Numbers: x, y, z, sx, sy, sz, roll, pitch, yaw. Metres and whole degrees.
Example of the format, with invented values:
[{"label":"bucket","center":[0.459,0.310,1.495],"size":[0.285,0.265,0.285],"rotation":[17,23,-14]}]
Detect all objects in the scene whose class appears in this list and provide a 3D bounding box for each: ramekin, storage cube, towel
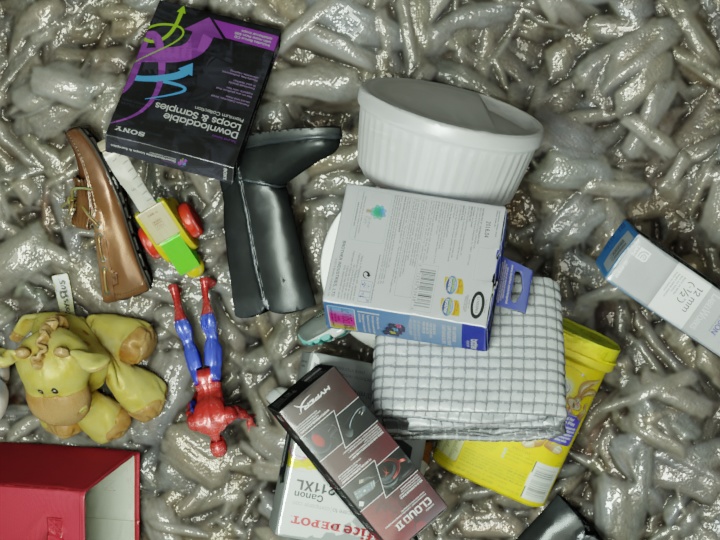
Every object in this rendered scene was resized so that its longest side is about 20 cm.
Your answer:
[{"label":"ramekin","center":[0.088,-0.132,1.599],"size":[0.202,0.202,0.094],"rotation":[14,109,2]},{"label":"storage cube","center":[-0.359,0.298,1.680],"size":[0.179,0.200,0.171],"rotation":[3,98,10]},{"label":"towel","center":[0.112,0.093,1.560],"size":[0.199,0.086,0.166],"rotation":[0,65,3]}]

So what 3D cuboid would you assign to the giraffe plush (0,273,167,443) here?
[{"label":"giraffe plush","center":[-0.321,0.108,1.666],"size":[0.172,0.162,0.200],"rotation":[-27,95,7]}]

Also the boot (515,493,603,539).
[{"label":"boot","center":[0.164,0.329,1.710],"size":[0.200,0.066,0.165],"rotation":[-42,101,11]}]

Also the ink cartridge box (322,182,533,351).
[{"label":"ink cartridge box","center":[0.072,0.000,1.516],"size":[0.199,0.076,0.137],"rotation":[8,69,9]}]

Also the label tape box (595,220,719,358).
[{"label":"label tape box","center":[0.356,0.032,1.622],"size":[0.200,0.143,0.066],"rotation":[33,98,-1]}]

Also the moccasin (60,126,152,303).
[{"label":"moccasin","center":[-0.298,-0.062,1.694],"size":[0.078,0.074,0.202],"rotation":[-16,106,-2]}]

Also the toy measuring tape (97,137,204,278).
[{"label":"toy measuring tape","center":[-0.231,-0.075,1.671],"size":[0.073,0.074,0.200],"rotation":[-28,117,7]}]

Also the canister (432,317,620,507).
[{"label":"canister","center":[0.181,0.146,1.678],"size":[0.148,0.087,0.200],"rotation":[24,99,1]}]

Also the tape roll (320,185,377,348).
[{"label":"tape roll","center":[0.054,-0.003,1.691],"size":[0.202,0.037,0.203],"rotation":[1,98,4]}]

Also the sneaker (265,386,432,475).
[{"label":"sneaker","center":[-0.009,0.173,1.710],"size":[0.200,0.073,0.085],"rotation":[31,82,-4]}]

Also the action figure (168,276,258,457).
[{"label":"action figure","center":[-0.169,0.117,1.714],"size":[0.065,0.099,0.201],"rotation":[-12,74,8]}]

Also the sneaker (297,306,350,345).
[{"label":"sneaker","center":[0.000,0.000,1.646],"size":[0.200,0.078,0.091],"rotation":[-41,88,-1]}]

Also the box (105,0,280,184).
[{"label":"box","center":[-0.179,-0.196,1.625],"size":[0.143,0.036,0.200],"rotation":[14,59,1]}]

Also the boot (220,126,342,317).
[{"label":"boot","center":[-0.080,-0.053,1.655],"size":[0.165,0.066,0.201],"rotation":[-5,94,34]}]

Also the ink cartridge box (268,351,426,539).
[{"label":"ink cartridge box","center":[-0.008,0.199,1.629],"size":[0.145,0.083,0.201],"rotation":[11,86,-8]}]

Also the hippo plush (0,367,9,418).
[{"label":"hippo plush","center":[-0.502,0.135,1.678],"size":[0.161,0.200,0.160],"rotation":[-36,72,15]}]

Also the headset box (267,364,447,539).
[{"label":"headset box","center":[0.000,0.193,1.513],"size":[0.075,0.149,0.200],"rotation":[-39,93,-8]}]
